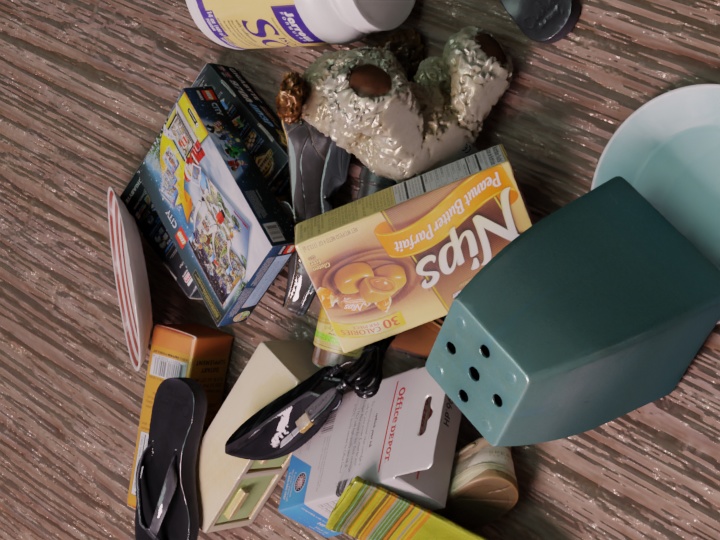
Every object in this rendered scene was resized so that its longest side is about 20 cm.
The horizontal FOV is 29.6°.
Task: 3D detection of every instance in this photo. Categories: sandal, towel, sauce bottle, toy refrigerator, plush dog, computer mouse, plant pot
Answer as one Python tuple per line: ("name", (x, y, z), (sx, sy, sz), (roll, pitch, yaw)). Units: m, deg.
("sandal", (-0.200, 0.207, 1.368), (0.076, 0.043, 0.201), (5, 91, 36))
("sandal", (0.124, -0.289, 1.248), (0.200, 0.043, 0.076), (48, 115, 28))
("towel", (0.070, 0.246, 1.199), (0.200, 0.018, 0.086), (26, 141, -1))
("sauce bottle", (0.000, 0.000, 1.317), (0.065, 0.065, 0.201), (14, 97, 36))
("toy refrigerator", (-0.104, 0.170, 1.381), (0.070, 0.076, 0.200), (44, 112, 29))
("plush dog", (0.019, -0.151, 1.261), (0.172, 0.200, 0.161), (38, 137, 39))
("computer mouse", (-0.045, 0.133, 1.236), (0.200, 0.140, 0.046), (-36, 98, 15))
("plant pot", (0.160, 0.045, 1.085), (0.141, 0.200, 0.141), (49, 142, 26))

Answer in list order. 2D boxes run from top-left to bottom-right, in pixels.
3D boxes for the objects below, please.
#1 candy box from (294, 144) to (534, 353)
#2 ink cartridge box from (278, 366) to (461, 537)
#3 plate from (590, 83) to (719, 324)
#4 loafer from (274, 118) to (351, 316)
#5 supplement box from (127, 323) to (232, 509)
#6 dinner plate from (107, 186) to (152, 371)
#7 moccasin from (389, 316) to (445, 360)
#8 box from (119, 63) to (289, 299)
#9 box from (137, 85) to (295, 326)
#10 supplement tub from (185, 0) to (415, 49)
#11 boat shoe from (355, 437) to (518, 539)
("candy box", (0.054, -0.019, 1.202), (0.200, 0.055, 0.116), (-21, 113, 6))
("ink cartridge box", (0.024, 0.165, 1.247), (0.200, 0.068, 0.116), (-24, 42, 42))
("plate", (0.285, -0.054, 1.133), (0.200, 0.026, 0.201), (-2, 87, 37))
("loafer", (-0.060, -0.056, 1.346), (0.073, 0.072, 0.201), (180, 101, -80))
("supplement box", (-0.193, 0.160, 1.453), (0.069, 0.066, 0.201), (15, 98, 34))
("dinner plate", (-0.247, 0.008, 1.467), (0.200, 0.024, 0.201), (170, 90, -75))
("moccasin", (0.113, 0.056, 1.233), (0.201, 0.074, 0.078), (18, 107, 45))
("box", (-0.158, -0.094, 1.448), (0.159, 0.046, 0.200), (49, 116, 27))
("box", (-0.146, -0.065, 1.363), (0.200, 0.038, 0.137), (60, 138, 22))
("supplement tub", (-0.058, -0.290, 1.320), (0.200, 0.145, 0.146), (5, 91, 37))
("boat shoe", (0.067, 0.219, 1.265), (0.200, 0.072, 0.065), (-40, 30, 33))
